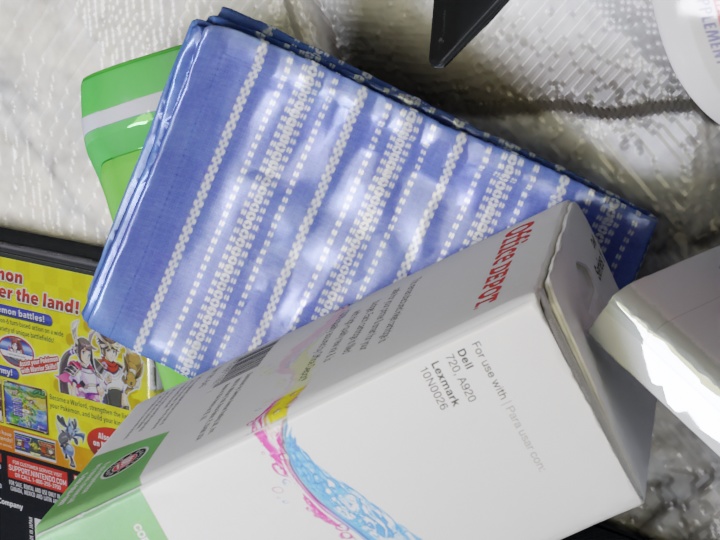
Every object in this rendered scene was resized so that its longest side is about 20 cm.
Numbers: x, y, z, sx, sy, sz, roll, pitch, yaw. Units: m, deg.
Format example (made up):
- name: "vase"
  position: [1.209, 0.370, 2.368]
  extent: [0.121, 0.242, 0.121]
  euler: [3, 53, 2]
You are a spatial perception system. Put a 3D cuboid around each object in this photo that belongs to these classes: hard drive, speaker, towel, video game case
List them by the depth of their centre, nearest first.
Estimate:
- name: "hard drive"
  position: [0.183, 0.067, 0.744]
  extent: [0.200, 0.132, 0.026]
  euler: [43, 122, 20]
- name: "towel"
  position: [0.000, 0.000, 0.870]
  extent: [0.200, 0.024, 0.145]
  euler: [25, 104, 5]
- name: "speaker"
  position: [-0.055, 0.005, 0.938]
  extent: [0.088, 0.088, 0.200]
  euler: [-14, 94, 39]
- name: "video game case"
  position: [-0.166, 0.070, 1.078]
  extent: [0.200, 0.025, 0.181]
  euler: [11, 109, 35]

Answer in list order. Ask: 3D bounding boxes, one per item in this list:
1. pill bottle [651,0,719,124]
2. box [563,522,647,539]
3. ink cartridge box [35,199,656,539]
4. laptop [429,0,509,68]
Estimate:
- name: "pill bottle"
  position: [0.200, -0.109, 0.695]
  extent: [0.200, 0.112, 0.113]
  euler: [-7, 98, 38]
- name: "box"
  position: [0.057, 0.159, 0.822]
  extent: [0.157, 0.200, 0.051]
  euler: [17, 118, 33]
- name: "ink cartridge box"
  position: [0.002, 0.065, 0.801]
  extent: [0.200, 0.145, 0.084]
  euler: [-26, 99, 15]
- name: "laptop"
  position: [0.121, -0.163, 0.710]
  extent: [0.199, 0.178, 0.103]
  euler: [-1, 145, 9]
